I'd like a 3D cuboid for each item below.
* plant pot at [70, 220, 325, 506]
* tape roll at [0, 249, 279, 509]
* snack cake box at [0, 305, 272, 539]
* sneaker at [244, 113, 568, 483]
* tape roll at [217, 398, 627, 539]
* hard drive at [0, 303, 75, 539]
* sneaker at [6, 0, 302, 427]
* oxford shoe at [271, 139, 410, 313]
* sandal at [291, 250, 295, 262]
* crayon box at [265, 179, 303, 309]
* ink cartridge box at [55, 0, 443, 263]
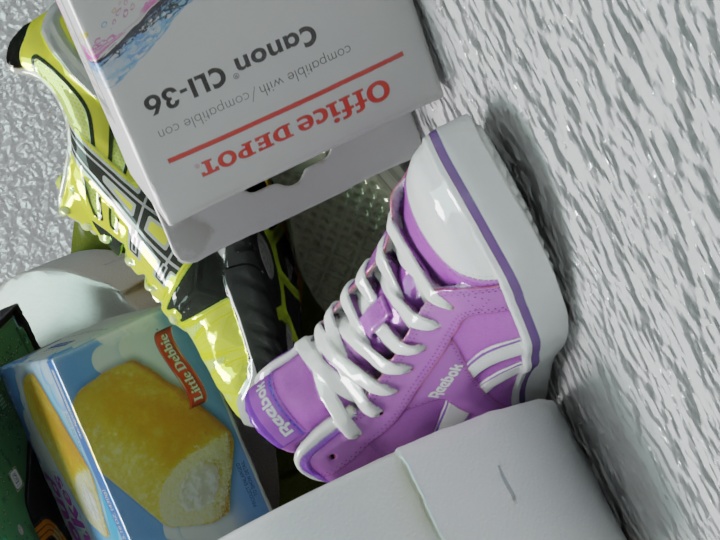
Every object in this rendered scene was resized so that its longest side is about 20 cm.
[{"bbox_3d":[-0.083,0.019,1.124,0.200,0.200,0.194,-127,25,-55],"label":"plant pot"},{"bbox_3d":[-0.127,0.088,1.052,0.202,0.037,0.204,18,120,36],"label":"tape roll"},{"bbox_3d":[-0.086,0.120,0.913,0.201,0.067,0.115,67,157,-4],"label":"snack cake box"},{"bbox_3d":[0.011,0.026,0.734,0.201,0.114,0.073,82,163,-61],"label":"sneaker"},{"bbox_3d":[0.003,0.125,0.772,0.202,0.202,0.071,97,148,-75],"label":"tape roll"},{"bbox_3d":[-0.154,0.129,0.958,0.140,0.038,0.201,-65,-48,-71],"label":"hard drive"},{"bbox_3d":[-0.081,-0.026,0.845,0.075,0.076,0.201,-51,-59,-80],"label":"sneaker"},{"bbox_3d":[-0.003,-0.041,0.851,0.200,0.075,0.058,61,-146,-28],"label":"oxford shoe"},{"bbox_3d":[0.000,0.000,0.933,0.201,0.054,0.082,68,172,-17],"label":"sandal"},{"bbox_3d":[-0.069,-0.068,0.935,0.119,0.058,0.201,-90,-8,-68],"label":"crayon box"},{"bbox_3d":[-0.047,-0.099,0.727,0.201,0.116,0.068,68,171,-25],"label":"ink cartridge box"}]
